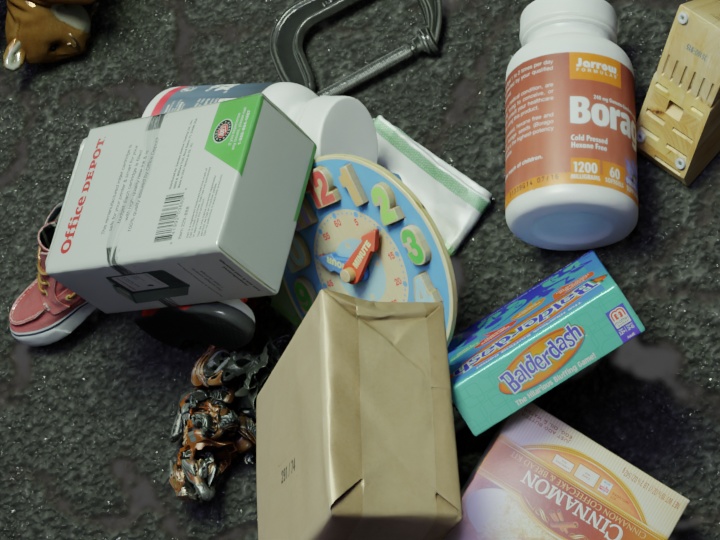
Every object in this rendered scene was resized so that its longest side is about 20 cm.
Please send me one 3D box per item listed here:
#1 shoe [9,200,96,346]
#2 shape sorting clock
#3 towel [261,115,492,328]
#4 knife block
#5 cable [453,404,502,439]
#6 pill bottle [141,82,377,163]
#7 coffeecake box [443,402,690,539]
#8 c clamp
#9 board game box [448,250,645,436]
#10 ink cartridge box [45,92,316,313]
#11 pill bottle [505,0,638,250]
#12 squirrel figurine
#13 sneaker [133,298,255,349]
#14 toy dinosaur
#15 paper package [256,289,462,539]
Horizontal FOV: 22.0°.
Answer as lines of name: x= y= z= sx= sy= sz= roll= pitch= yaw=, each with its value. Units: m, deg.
shoe: x=-0.270 y=-0.005 z=1.680 sx=0.200 sy=0.091 sz=0.072 roll=-30 pitch=45 yaw=28
shape sorting clock: x=0.000 y=0.000 z=1.536 sx=0.039 sy=0.201 sz=0.200 roll=-22 pitch=48 yaw=-41
towel: x=0.004 y=-0.028 z=1.644 sx=0.149 sy=0.031 sz=0.200 roll=37 pitch=85 yaw=31
knife block: x=0.330 y=-0.186 z=1.573 sx=0.064 sy=0.175 sz=0.201 roll=40 pitch=131 yaw=31
cable: x=0.073 y=0.200 z=1.514 sx=0.163 sy=0.051 sz=0.201 roll=26 pitch=77 yaw=24
pill bottle: x=-0.089 y=-0.107 z=1.643 sx=0.199 sy=0.120 sz=0.120 roll=2 pitch=68 yaw=35
coffeecake box: x=0.134 y=0.225 z=1.428 sx=0.153 sy=0.073 sz=0.201 roll=31 pitch=81 yaw=5
c clamp: x=-0.003 y=-0.200 z=1.724 sx=0.199 sy=0.027 sz=0.171 roll=-33 pitch=61 yaw=8
board game box: x=0.140 y=0.053 z=1.464 sx=0.152 sy=0.200 sz=0.045 roll=-32 pitch=96 yaw=5
ink cartridge box: x=-0.150 y=-0.052 z=1.532 sx=0.199 sy=0.084 sz=0.147 roll=-6 pitch=58 yaw=38
pill bottle: x=0.178 y=-0.128 z=1.569 sx=0.112 sy=0.112 sz=0.201 roll=-7 pitch=66 yaw=19
squirrel figurine: x=-0.338 y=-0.294 z=1.805 sx=0.199 sy=0.187 sz=0.142 roll=9 pitch=41 yaw=-4
sneaker: x=-0.128 y=0.008 z=1.612 sx=0.108 sy=0.067 sz=0.201 roll=-60 pitch=20 yaw=-16
toy dinosaur: x=-0.109 y=0.101 z=1.602 sx=0.135 sy=0.102 sz=0.201 roll=-2 pitch=84 yaw=41
paper package: x=-0.009 y=0.141 z=1.418 sx=0.103 sy=0.200 sz=0.192 roll=5 pitch=60 yaw=-17
